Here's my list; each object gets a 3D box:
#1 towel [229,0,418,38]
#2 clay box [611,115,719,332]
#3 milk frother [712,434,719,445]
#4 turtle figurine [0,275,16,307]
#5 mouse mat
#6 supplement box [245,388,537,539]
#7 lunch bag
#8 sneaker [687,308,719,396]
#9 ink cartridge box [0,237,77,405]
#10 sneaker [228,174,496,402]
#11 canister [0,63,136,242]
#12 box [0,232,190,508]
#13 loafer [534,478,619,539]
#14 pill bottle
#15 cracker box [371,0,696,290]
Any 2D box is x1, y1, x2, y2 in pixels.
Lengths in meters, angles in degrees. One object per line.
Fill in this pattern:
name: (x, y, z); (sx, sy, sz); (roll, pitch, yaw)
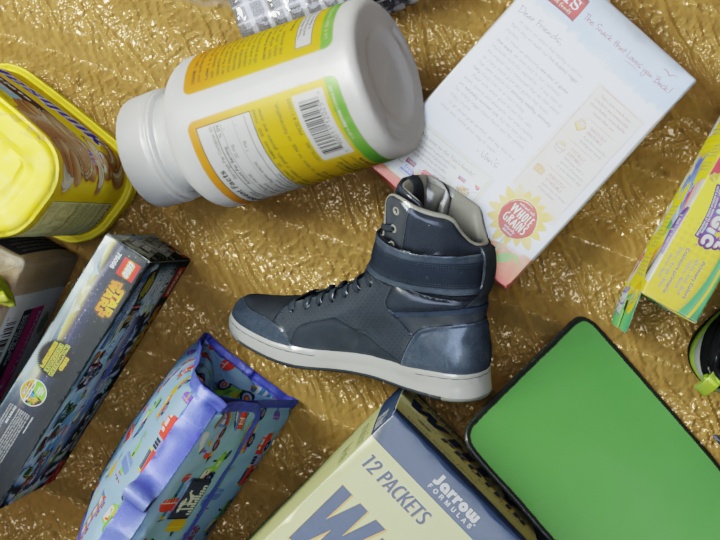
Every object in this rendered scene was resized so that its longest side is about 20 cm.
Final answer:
towel: (-0.035, -0.268, 1.123); (0.165, 0.086, 0.201); (-20, 90, 6)
clay box: (0.241, -0.040, 1.089); (0.047, 0.115, 0.201); (28, 94, 3)
milk frother: (0.369, 0.120, 1.041); (0.188, 0.200, 0.181); (-44, 91, 5)
turtle figurine: (-0.299, 0.047, 0.998); (0.161, 0.064, 0.200); (-38, 84, -3)
mouse mat: (0.178, 0.144, 1.103); (0.200, 0.008, 0.161); (50, 54, 2)
supplement box: (0.004, 0.200, 1.073); (0.200, 0.200, 0.134); (-45, 89, 3)
lunch bag: (-0.132, 0.134, 1.083); (0.094, 0.200, 0.151); (35, 94, 4)
sneaker: (0.311, 0.018, 1.100); (0.072, 0.083, 0.200); (43, 94, 2)
ink cartridge box: (-0.287, 0.063, 1.112); (0.075, 0.165, 0.201); (26, 94, 2)
sneaker: (0.001, 0.000, 1.099); (0.202, 0.077, 0.147); (10, 111, 23)
canister: (-0.243, -0.084, 1.087); (0.148, 0.200, 0.087); (38, 95, 3)
box: (-0.200, 0.067, 1.119); (0.040, 0.137, 0.200); (32, 94, 3)
loafer: (0.124, 0.233, 1.137); (0.063, 0.072, 0.200); (39, 98, -16)
pill bottle: (-0.066, -0.108, 1.100); (0.199, 0.111, 0.112); (-15, 90, 25)
cracker box: (0.122, -0.104, 1.127); (0.134, 0.058, 0.200); (43, 95, 3)
